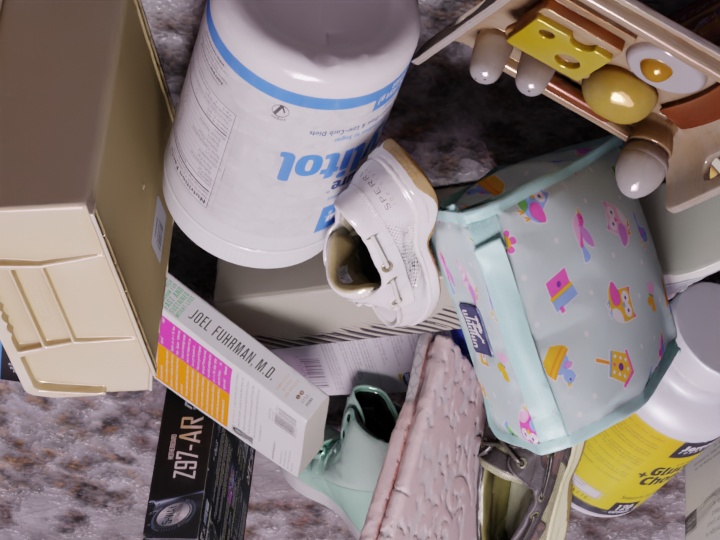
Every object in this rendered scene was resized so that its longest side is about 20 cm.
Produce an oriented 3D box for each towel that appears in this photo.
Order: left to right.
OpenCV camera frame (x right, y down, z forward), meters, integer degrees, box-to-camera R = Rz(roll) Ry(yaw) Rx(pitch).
[{"bbox_3d":[0.058,0.168,1.569,0.032,0.192,0.200,7,157,25],"label":"towel"}]

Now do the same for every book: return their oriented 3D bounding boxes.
[{"bbox_3d":[-0.112,0.061,1.524,0.200,0.048,0.134,37,161,10],"label":"book"}]

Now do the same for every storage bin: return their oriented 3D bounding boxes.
[{"bbox_3d":[-0.182,-0.052,1.367,0.093,0.201,0.199,-3,142,8],"label":"storage bin"}]

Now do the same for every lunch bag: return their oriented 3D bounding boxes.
[{"bbox_3d":[0.121,0.016,1.370,0.121,0.200,0.172,-15,98,25],"label":"lunch bag"}]

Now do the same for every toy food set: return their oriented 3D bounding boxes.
[{"bbox_3d":[0.143,-0.103,1.265,0.199,0.061,0.143,27,160,-15],"label":"toy food set"}]

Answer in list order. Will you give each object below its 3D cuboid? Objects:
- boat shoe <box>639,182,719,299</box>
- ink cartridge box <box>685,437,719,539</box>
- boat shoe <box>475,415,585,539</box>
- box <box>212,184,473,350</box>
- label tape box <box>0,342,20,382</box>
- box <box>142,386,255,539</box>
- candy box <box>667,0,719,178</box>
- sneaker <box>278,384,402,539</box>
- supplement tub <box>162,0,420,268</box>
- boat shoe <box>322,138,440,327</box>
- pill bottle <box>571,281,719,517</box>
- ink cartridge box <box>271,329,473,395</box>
[{"bbox_3d":[0.198,-0.009,1.493,0.200,0.071,0.071,-19,156,27],"label":"boat shoe"},{"bbox_3d":[0.317,0.165,1.582,0.083,0.201,0.145,23,140,-22],"label":"ink cartridge box"},{"bbox_3d":[0.120,0.138,1.567,0.072,0.066,0.202,28,128,38],"label":"boat shoe"},{"bbox_3d":[0.000,0.000,1.510,0.198,0.083,0.069,-6,143,18],"label":"box"},{"bbox_3d":[-0.280,0.000,1.559,0.142,0.066,0.201,9,144,-5],"label":"label tape box"},{"bbox_3d":[-0.121,0.163,1.639,0.043,0.201,0.161,0,144,7],"label":"box"},{"bbox_3d":[0.269,-0.099,1.364,0.200,0.057,0.116,35,135,-31],"label":"candy box"},{"bbox_3d":[-0.003,0.130,1.654,0.073,0.200,0.119,-10,115,-28],"label":"sneaker"},{"bbox_3d":[-0.047,-0.109,1.332,0.131,0.133,0.200,12,143,-8],"label":"supplement tub"},{"bbox_3d":[0.006,-0.011,1.353,0.069,0.071,0.200,-36,156,-14],"label":"boat shoe"},{"bbox_3d":[0.216,0.094,1.577,0.111,0.113,0.200,19,142,-17],"label":"pill bottle"},{"bbox_3d":[0.008,0.048,1.604,0.198,0.042,0.120,-1,145,13],"label":"ink cartridge box"}]
